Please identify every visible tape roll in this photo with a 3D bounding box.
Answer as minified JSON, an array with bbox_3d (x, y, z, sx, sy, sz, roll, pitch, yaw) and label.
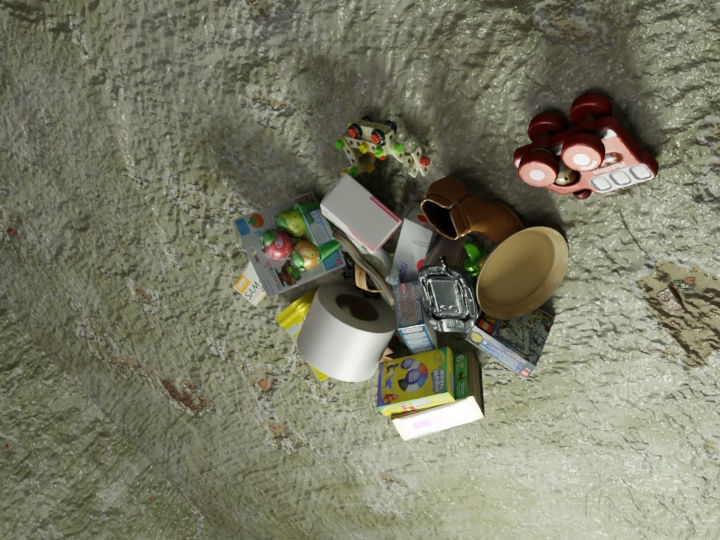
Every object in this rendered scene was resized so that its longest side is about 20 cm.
[{"bbox_3d":[-0.031,0.137,1.708,0.202,0.203,0.140,30,115,11],"label":"tape roll"}]

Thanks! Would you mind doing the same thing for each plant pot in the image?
[{"bbox_3d":[0.297,0.002,1.396,0.028,0.199,0.201,-129,21,-51],"label":"plant pot"}]

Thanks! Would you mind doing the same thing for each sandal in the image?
[{"bbox_3d":[0.000,0.000,1.570,0.200,0.055,0.082,50,177,-16],"label":"sandal"}]

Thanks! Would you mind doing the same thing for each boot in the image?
[{"bbox_3d":[0.071,0.238,1.851,0.200,0.077,0.155,44,145,-15],"label":"boot"},{"bbox_3d":[0.205,-0.092,1.365,0.200,0.155,0.077,43,121,2],"label":"boot"}]

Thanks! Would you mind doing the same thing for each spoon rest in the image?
[{"bbox_3d":[0.000,-0.053,1.663,0.200,0.060,0.100,45,141,15],"label":"spoon rest"}]

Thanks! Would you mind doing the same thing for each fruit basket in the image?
[{"bbox_3d":[-0.148,-0.062,1.610,0.186,0.199,0.094,65,150,7],"label":"fruit basket"}]

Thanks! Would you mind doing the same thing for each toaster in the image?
[{"bbox_3d":[0.187,0.018,1.506,0.113,0.129,0.201,0,127,27],"label":"toaster"}]

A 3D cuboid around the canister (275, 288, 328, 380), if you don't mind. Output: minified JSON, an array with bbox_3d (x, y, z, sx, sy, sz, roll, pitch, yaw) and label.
[{"bbox_3d":[-0.110,0.165,1.880,0.201,0.086,0.148,55,142,3],"label":"canister"}]

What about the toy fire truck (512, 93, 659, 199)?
[{"bbox_3d":[0.361,-0.179,1.229,0.168,0.113,0.199,39,145,-28],"label":"toy fire truck"}]

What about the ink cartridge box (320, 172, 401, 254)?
[{"bbox_3d":[-0.003,-0.109,1.501,0.145,0.085,0.200,40,180,-1],"label":"ink cartridge box"}]

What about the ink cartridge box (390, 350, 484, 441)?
[{"bbox_3d":[0.175,0.281,1.686,0.199,0.165,0.075,-20,117,18],"label":"ink cartridge box"}]

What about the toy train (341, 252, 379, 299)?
[{"bbox_3d":[-0.027,-0.010,1.721,0.200,0.046,0.034,45,132,-1],"label":"toy train"}]

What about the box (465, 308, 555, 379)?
[{"bbox_3d":[0.296,0.112,1.460,0.136,0.200,0.040,34,123,8],"label":"box"}]

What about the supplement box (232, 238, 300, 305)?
[{"bbox_3d":[-0.189,-0.028,1.709,0.073,0.200,0.126,41,141,-1],"label":"supplement box"}]

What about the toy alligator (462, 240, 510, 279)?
[{"bbox_3d":[0.260,0.003,1.438,0.199,0.059,0.054,25,111,-30],"label":"toy alligator"}]

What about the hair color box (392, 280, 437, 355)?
[{"bbox_3d":[0.119,0.107,1.601,0.060,0.101,0.200,-10,155,9],"label":"hair color box"}]

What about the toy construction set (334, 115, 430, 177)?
[{"bbox_3d":[0.034,-0.228,1.436,0.199,0.092,0.132,9,131,32],"label":"toy construction set"}]

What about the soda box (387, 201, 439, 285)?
[{"bbox_3d":[0.115,-0.043,1.565,0.068,0.064,0.201,28,139,13],"label":"soda box"}]

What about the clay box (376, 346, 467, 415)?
[{"bbox_3d":[0.133,0.238,1.628,0.199,0.116,0.048,-18,137,26],"label":"clay box"}]
